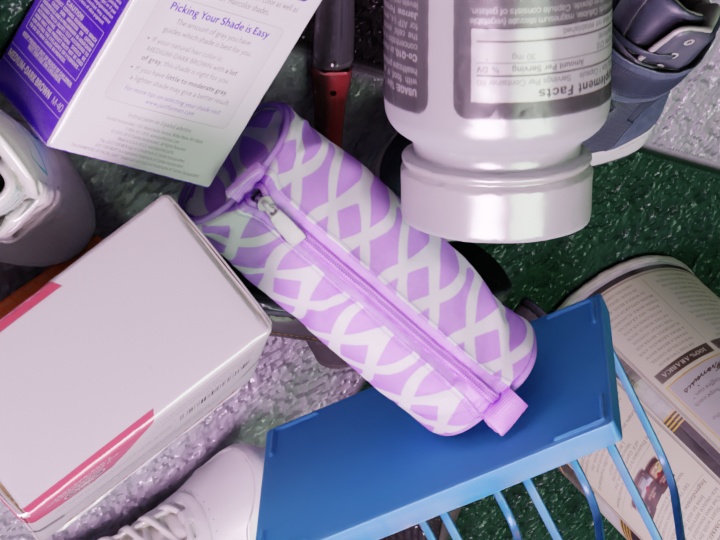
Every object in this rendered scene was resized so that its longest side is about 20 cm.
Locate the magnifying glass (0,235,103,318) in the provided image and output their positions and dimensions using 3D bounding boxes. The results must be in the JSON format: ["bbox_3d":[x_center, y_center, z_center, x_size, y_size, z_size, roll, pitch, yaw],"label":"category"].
[{"bbox_3d":[-0.202,0.047,1.429,0.200,0.022,0.080,-38,-177,-18],"label":"magnifying glass"}]

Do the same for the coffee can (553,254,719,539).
[{"bbox_3d":[0.205,0.106,1.741,0.146,0.200,0.147,-24,139,-24],"label":"coffee can"}]

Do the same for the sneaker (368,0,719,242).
[{"bbox_3d":[0.100,-0.098,1.526,0.202,0.077,0.146,-28,163,-35],"label":"sneaker"}]

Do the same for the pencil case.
[{"bbox_3d":[0.000,0.000,1.472,0.200,0.085,0.084,39,88,-23],"label":"pencil case"}]

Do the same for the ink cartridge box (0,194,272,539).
[{"bbox_3d":[-0.125,0.052,1.410,0.146,0.083,0.200,-38,176,-8],"label":"ink cartridge box"}]

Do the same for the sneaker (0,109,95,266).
[{"bbox_3d":[-0.175,-0.040,1.353,0.070,0.080,0.200,-46,147,1],"label":"sneaker"}]

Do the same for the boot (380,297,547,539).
[{"bbox_3d":[0.064,0.111,1.714,0.131,0.070,0.200,-36,160,-28],"label":"boot"}]

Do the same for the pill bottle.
[{"bbox_3d":[0.066,-0.122,1.424,0.113,0.113,0.201,-12,111,-35],"label":"pill bottle"}]

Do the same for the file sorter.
[{"bbox_3d":[0.062,0.128,1.546,0.199,0.139,0.123,-23,114,13],"label":"file sorter"}]

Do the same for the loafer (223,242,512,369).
[{"bbox_3d":[-0.004,0.025,1.582,0.199,0.073,0.072,3,127,-43],"label":"loafer"}]

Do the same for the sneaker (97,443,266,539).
[{"bbox_3d":[-0.121,0.171,1.606,0.200,0.078,0.099,-50,139,6],"label":"sneaker"}]

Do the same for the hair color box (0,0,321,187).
[{"bbox_3d":[-0.073,-0.144,1.365,0.109,0.065,0.200,14,116,-47],"label":"hair color box"}]

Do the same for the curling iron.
[{"bbox_3d":[-0.022,-0.097,1.486,0.049,0.026,0.201,-17,134,-36],"label":"curling iron"}]
